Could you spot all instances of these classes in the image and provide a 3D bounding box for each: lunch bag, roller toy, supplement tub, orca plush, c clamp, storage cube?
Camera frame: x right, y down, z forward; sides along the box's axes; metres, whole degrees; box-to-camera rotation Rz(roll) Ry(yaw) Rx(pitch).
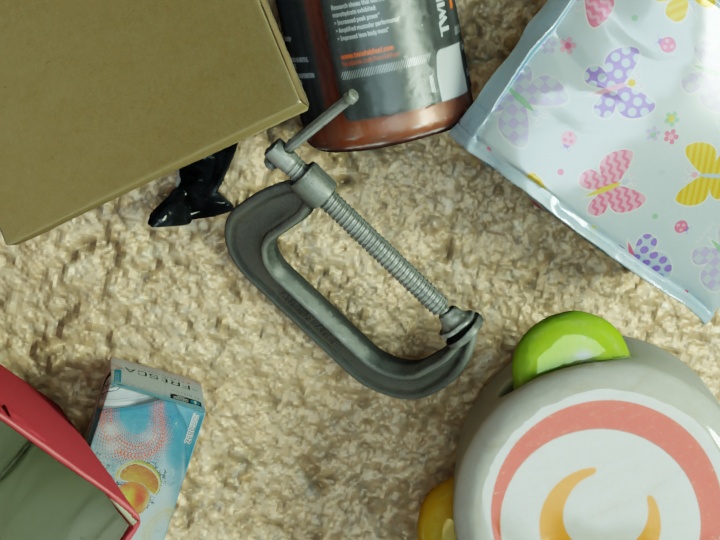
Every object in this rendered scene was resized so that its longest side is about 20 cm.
[{"bbox_3d":[0.171,-0.096,1.091,0.200,0.127,0.170,31,97,-30],"label":"lunch bag"},{"bbox_3d":[0.148,0.137,1.136,0.182,0.140,0.201,28,99,-1],"label":"roller toy"},{"bbox_3d":[0.000,-0.177,1.070,0.107,0.107,0.201,-13,103,-4],"label":"supplement tub"},{"bbox_3d":[-0.110,-0.123,1.085,0.105,0.071,0.201,7,100,-8],"label":"orca plush"},{"bbox_3d":[0.000,0.000,1.096,0.171,0.027,0.200,-25,115,43],"label":"c clamp"},{"bbox_3d":[-0.261,0.126,1.024,0.200,0.180,0.171,40,88,-28],"label":"storage cube"}]

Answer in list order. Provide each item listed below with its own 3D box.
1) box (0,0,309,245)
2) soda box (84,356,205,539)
[{"bbox_3d":[-0.148,-0.127,1.054,0.199,0.021,0.164,-24,83,13],"label":"box"},{"bbox_3d":[-0.157,0.161,1.137,0.063,0.068,0.201,16,100,-11],"label":"soda box"}]
